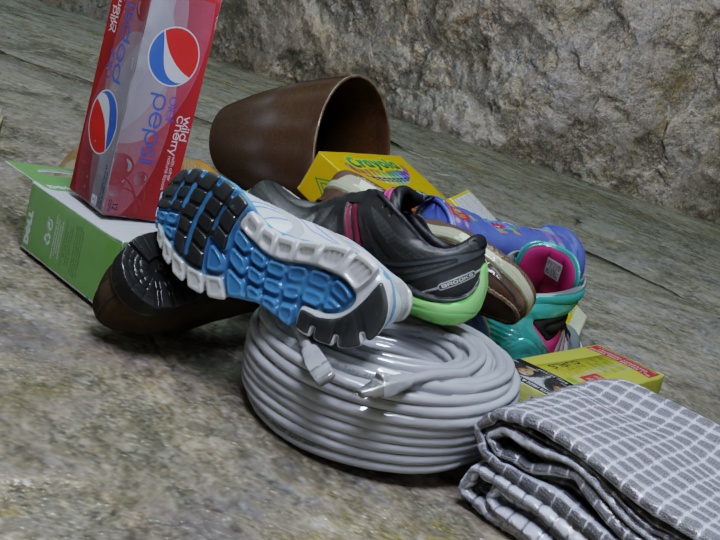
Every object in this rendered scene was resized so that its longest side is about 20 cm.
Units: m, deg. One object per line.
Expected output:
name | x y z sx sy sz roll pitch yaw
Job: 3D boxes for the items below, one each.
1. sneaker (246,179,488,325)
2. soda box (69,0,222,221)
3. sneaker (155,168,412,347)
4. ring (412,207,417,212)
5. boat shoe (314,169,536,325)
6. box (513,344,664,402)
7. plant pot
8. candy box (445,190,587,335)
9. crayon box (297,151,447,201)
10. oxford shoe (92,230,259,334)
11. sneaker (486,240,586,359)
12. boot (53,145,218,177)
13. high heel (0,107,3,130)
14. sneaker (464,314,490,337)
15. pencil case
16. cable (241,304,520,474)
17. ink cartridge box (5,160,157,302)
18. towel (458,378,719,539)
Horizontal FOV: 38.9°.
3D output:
sneaker | 0.007 -0.030 0.762 0.197 0.085 0.077 22 12 11
soda box | -0.169 -0.146 0.805 0.063 0.204 0.070 6 17 -41
sneaker | -0.051 -0.006 0.684 0.198 0.076 0.086 29 12 24
ring | 0.108 -0.006 1.068 0.199 0.019 0.201 38 20 -16
boat shoe | 0.042 -0.001 0.826 0.200 0.075 0.075 29 -25 21
box | 0.174 0.104 0.832 0.075 0.051 0.198 26 16 36
plant pot | -0.091 -0.158 1.306 0.197 0.191 0.186 9 8 30
candy box | 0.168 -0.005 1.115 0.200 0.026 0.102 48 17 6
crayon box | 0.046 -0.065 1.200 0.172 0.059 0.199 45 23 20
oxford shoe | -0.116 0.007 0.772 0.198 0.084 0.074 -3 65 -46
sneaker | 0.169 0.035 0.939 0.083 0.123 0.199 23 15 25
boot | -0.208 -0.071 1.028 0.199 0.072 0.143 -1 -25 41
high heel | -0.428 -0.146 0.996 0.140 0.073 0.199 18 -4 -25
sneaker | 0.010 0.042 0.868 0.197 0.077 0.088 18 29 19
pencil case | 0.126 -0.018 0.983 0.197 0.079 0.087 9 19 -38
cable | 0.015 0.071 0.715 0.197 0.071 0.199 6 14 -30
ink cartridge box | -0.214 -0.029 0.854 0.199 0.060 0.103 29 18 39
towel | 0.184 0.141 0.633 0.198 0.087 0.164 27 18 34
